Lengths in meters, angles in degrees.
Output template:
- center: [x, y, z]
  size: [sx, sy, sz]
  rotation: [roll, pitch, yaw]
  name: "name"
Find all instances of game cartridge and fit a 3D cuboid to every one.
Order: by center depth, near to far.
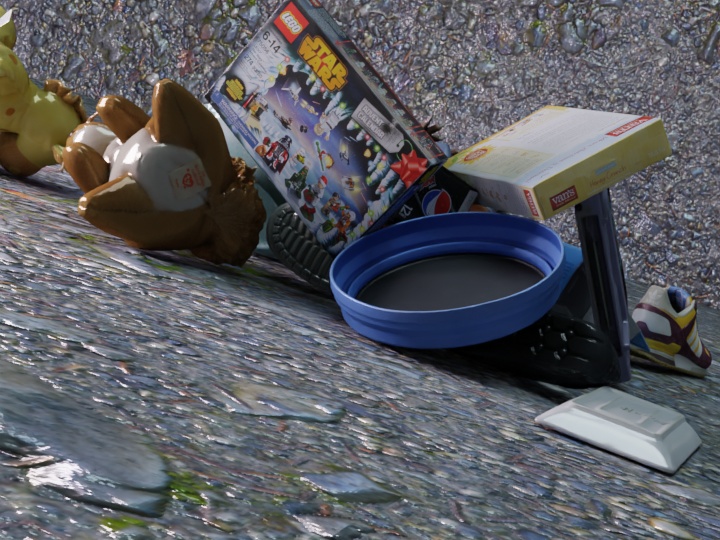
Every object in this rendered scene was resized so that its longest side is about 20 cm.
- center: [0.233, -0.010, 1.425]
  size: [0.038, 0.202, 0.130]
  rotation: [-7, 23, 16]
  name: "game cartridge"

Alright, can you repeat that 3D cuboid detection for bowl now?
- center: [0.075, 0.007, 1.247]
  size: [0.198, 0.040, 0.201]
  rotation: [-7, 24, 3]
  name: "bowl"

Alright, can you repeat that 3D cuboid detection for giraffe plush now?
- center: [-0.354, -0.168, 1.521]
  size: [0.199, 0.174, 0.162]
  rotation: [-16, -47, 44]
  name: "giraffe plush"

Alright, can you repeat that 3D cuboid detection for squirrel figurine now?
- center: [-0.184, -0.075, 1.363]
  size: [0.199, 0.143, 0.186]
  rotation: [30, -12, -29]
  name: "squirrel figurine"

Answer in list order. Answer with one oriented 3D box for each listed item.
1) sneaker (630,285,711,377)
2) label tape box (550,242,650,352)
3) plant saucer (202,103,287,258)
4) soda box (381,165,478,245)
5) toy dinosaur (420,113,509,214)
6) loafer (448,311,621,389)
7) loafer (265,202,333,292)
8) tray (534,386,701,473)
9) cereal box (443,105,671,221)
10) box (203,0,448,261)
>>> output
- center: [0.369, 0.068, 1.722]
  size: [0.074, 0.091, 0.199]
  rotation: [20, 4, 28]
  name: "sneaker"
- center: [0.211, 0.037, 1.597]
  size: [0.143, 0.066, 0.200]
  rotation: [23, -20, 42]
  name: "label tape box"
- center: [-0.110, -0.075, 1.482]
  size: [0.199, 0.039, 0.202]
  rotation: [24, -36, 19]
  name: "plant saucer"
- center: [0.036, -0.064, 1.434]
  size: [0.063, 0.071, 0.200]
  rotation: [33, -8, -18]
  name: "soda box"
- center: [0.104, -0.070, 1.530]
  size: [0.182, 0.198, 0.105]
  rotation: [-105, 171, -47]
  name: "toy dinosaur"
- center: [0.132, 0.059, 1.270]
  size: [0.199, 0.069, 0.070]
  rotation: [17, -17, 41]
  name: "loafer"
- center: [0.000, 0.000, 1.413]
  size: [0.198, 0.076, 0.070]
  rotation: [28, -10, -2]
  name: "loafer"
- center: [0.203, 0.115, 1.135]
  size: [0.106, 0.022, 0.200]
  rotation: [21, 6, 18]
  name: "tray"
- center: [0.173, -0.102, 1.367]
  size: [0.143, 0.040, 0.200]
  rotation: [-27, 19, -16]
  name: "cereal box"
- center: [-0.034, -0.128, 1.323]
  size: [0.201, 0.137, 0.040]
  rotation: [51, 28, 10]
  name: "box"
